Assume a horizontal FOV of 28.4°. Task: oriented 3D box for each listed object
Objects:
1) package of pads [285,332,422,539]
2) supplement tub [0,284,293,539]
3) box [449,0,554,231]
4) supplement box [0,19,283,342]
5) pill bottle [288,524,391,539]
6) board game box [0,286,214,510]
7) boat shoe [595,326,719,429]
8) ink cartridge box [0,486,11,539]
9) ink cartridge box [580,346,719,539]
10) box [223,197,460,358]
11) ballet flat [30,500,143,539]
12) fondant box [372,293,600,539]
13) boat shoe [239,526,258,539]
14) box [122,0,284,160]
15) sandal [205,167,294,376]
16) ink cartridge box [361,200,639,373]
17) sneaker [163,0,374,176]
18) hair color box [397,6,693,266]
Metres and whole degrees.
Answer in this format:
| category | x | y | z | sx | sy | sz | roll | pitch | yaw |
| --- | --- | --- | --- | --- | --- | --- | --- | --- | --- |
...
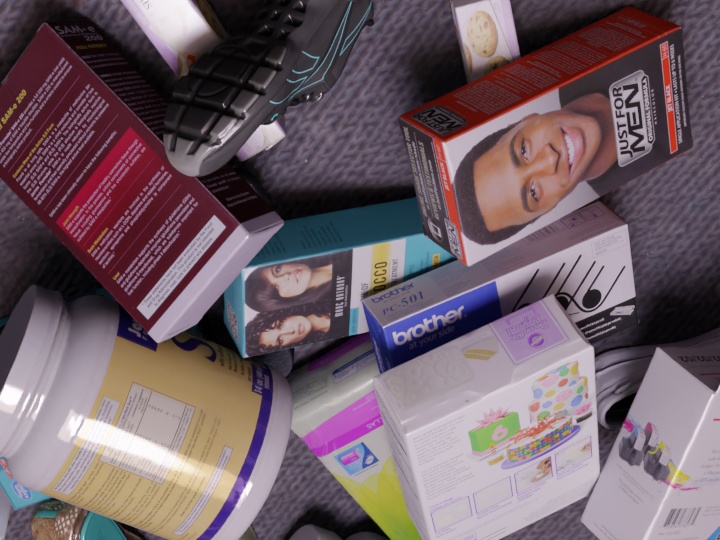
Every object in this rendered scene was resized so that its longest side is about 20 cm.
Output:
| category | x | y | z | sx | sy | sz | roll | pitch | yaw |
| --- | --- | --- | --- | --- | --- | --- | --- | --- | --- |
| package of pads | 0.052 | 0.129 | 1.160 | 0.154 | 0.068 | 0.200 | -30 | 121 | 15 |
| supplement tub | -0.165 | 0.104 | 1.020 | 0.200 | 0.146 | 0.146 | 25 | 117 | -20 |
| box | 0.103 | -0.112 | 1.027 | 0.041 | 0.039 | 0.200 | -14 | 123 | 3 |
| supplement box | -0.161 | -0.062 | 0.964 | 0.200 | 0.061 | 0.109 | 46 | 113 | 6 |
| pill bottle | 0.025 | 0.294 | 1.235 | 0.200 | 0.112 | 0.112 | 26 | 117 | -20 |
| board game box | -0.210 | 0.094 | 1.123 | 0.199 | 0.047 | 0.151 | -17 | 122 | 5 |
| boat shoe | 0.283 | 0.092 | 1.159 | 0.199 | 0.065 | 0.074 | -16 | 122 | 4 |
| ink cartridge box | -0.402 | 0.210 | 1.155 | 0.200 | 0.084 | 0.144 | -37 | 118 | 18 |
| ink cartridge box | 0.261 | 0.124 | 1.079 | 0.115 | 0.068 | 0.201 | 3 | 117 | -36 |
| box | 0.000 | 0.000 | 1.048 | 0.199 | 0.049 | 0.083 | -12 | 128 | -19 |
| ballet flat | -0.219 | 0.246 | 1.205 | 0.065 | 0.071 | 0.200 | 6 | 143 | 22 |
| fondant box | 0.097 | 0.122 | 1.042 | 0.144 | 0.058 | 0.200 | -24 | 143 | -8 |
| boat shoe | -0.106 | 0.296 | 1.247 | 0.066 | 0.075 | 0.200 | -16 | 122 | 7 |
| box | -0.119 | -0.164 | 0.962 | 0.039 | 0.041 | 0.200 | -29 | 120 | 11 |
| sandal | -0.095 | 0.003 | 1.085 | 0.076 | 0.043 | 0.201 | -1 | 130 | 5 |
| ink cartridge box | 0.106 | 0.031 | 1.051 | 0.199 | 0.044 | 0.094 | -22 | 124 | -13 |
| sneaker | -0.050 | -0.131 | 0.935 | 0.200 | 0.075 | 0.079 | -54 | 140 | -19 |
| hair color box | 0.132 | -0.095 | 0.983 | 0.200 | 0.061 | 0.102 | -27 | 125 | -18 |
